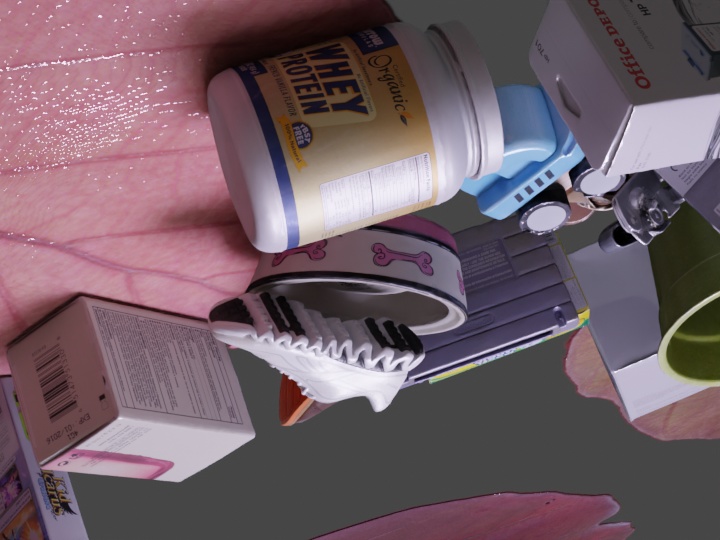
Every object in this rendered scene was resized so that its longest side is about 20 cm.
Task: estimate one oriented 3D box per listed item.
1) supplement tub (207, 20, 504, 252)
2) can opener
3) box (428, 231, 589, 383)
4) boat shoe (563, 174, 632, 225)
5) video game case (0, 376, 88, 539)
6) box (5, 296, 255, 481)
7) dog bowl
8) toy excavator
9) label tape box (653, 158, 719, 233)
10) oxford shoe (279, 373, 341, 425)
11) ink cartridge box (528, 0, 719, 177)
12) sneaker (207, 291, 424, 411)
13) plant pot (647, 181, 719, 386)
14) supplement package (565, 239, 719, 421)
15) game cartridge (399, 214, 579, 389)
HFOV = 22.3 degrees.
[{"bbox_3d":[-0.004,-0.106,1.392,0.199,0.145,0.145,-17,156,-10],"label":"supplement tub"},{"bbox_3d":[0.275,-0.080,1.694,0.067,0.053,0.200,-33,-173,42],"label":"can opener"},{"bbox_3d":[0.116,0.033,1.826,0.199,0.118,0.048,-19,156,-3],"label":"box"},{"bbox_3d":[0.214,-0.088,1.703,0.075,0.072,0.200,-16,156,-11],"label":"boat shoe"},{"bbox_3d":[-0.346,0.229,1.776,0.045,0.182,0.200,-2,150,-38],"label":"video game case"},{"bbox_3d":[-0.214,0.115,1.712,0.109,0.128,0.200,-33,154,25],"label":"box"},{"bbox_3d":[0.000,0.000,1.635,0.199,0.074,0.200,6,165,2],"label":"dog bowl"},{"bbox_3d":[0.097,-0.104,1.573,0.200,0.100,0.194,21,135,-38],"label":"toy excavator"},{"bbox_3d":[0.291,-0.099,1.573,0.063,0.200,0.144,-49,149,13],"label":"label tape box"},{"bbox_3d":[-0.028,0.107,1.738,0.073,0.072,0.200,8,159,-18],"label":"oxford shoe"},{"bbox_3d":[0.259,-0.166,1.472,0.199,0.147,0.086,-10,144,-24],"label":"ink cartridge box"},{"bbox_3d":[-0.044,0.075,1.597,0.199,0.075,0.081,15,116,-23],"label":"sneaker"},{"bbox_3d":[0.362,-0.019,1.810,0.199,0.190,0.200,-11,147,-7],"label":"plant pot"},{"bbox_3d":[0.342,0.040,1.991,0.191,0.147,0.200,-24,156,5],"label":"supplement package"},{"bbox_3d":[0.098,0.028,1.782,0.199,0.130,0.038,-19,156,-5],"label":"game cartridge"}]
